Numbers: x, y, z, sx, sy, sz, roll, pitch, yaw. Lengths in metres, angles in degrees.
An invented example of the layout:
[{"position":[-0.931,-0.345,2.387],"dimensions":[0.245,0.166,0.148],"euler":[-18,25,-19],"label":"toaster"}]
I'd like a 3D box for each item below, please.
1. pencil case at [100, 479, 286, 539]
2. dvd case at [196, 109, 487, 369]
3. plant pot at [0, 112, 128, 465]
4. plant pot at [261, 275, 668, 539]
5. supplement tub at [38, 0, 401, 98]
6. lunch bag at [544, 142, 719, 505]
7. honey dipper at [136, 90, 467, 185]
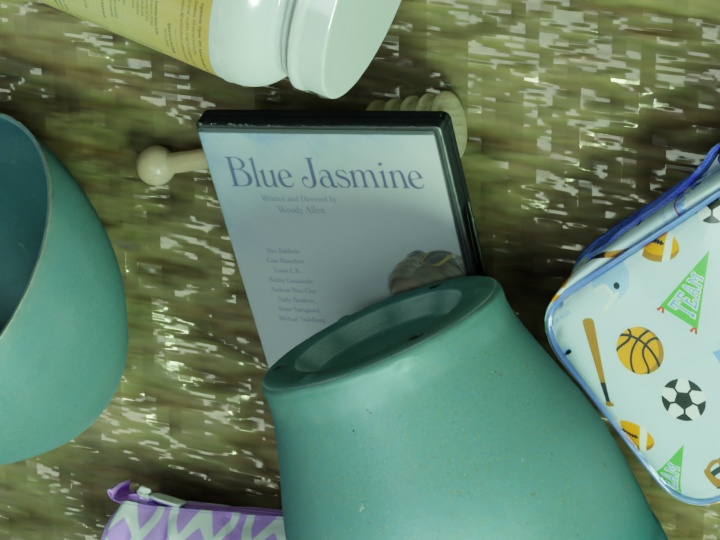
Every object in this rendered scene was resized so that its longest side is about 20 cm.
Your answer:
[{"position":[-0.056,0.168,1.402],"dimensions":[0.198,0.084,0.086],"euler":[1,95,22],"label":"pencil case"},{"position":[0.000,0.000,1.304],"dimensions":[0.142,0.018,0.201],"euler":[2,127,23],"label":"dvd case"},{"position":[-0.208,0.030,1.354],"dimensions":[0.199,0.201,0.135],"euler":[-18,143,30],"label":"plant pot"},{"position":[0.044,0.112,1.244],"dimensions":[0.199,0.200,0.189],"euler":[-18,101,30],"label":"plant pot"},{"position":[-0.080,-0.179,1.204],"dimensions":[0.199,0.145,0.146],"euler":[23,121,12],"label":"supplement tub"},{"position":[0.199,0.017,1.217],"dimensions":[0.200,0.076,0.161],"euler":[-35,95,33],"label":"lunch bag"},{"position":[-0.038,-0.066,1.304],"dimensions":[0.199,0.038,0.038],"euler":[-7,111,28],"label":"honey dipper"}]
